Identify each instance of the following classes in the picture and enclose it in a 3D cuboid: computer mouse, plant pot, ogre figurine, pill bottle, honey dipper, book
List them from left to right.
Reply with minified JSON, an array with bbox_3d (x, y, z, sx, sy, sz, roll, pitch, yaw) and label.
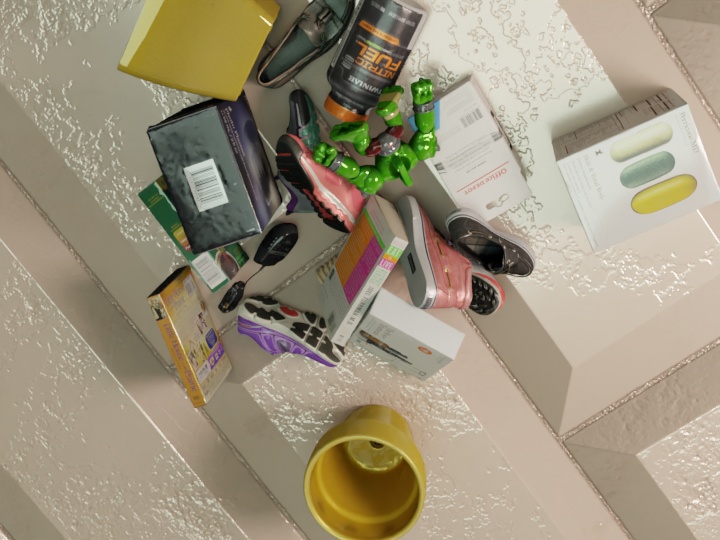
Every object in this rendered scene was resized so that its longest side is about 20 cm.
[{"bbox_3d":[-0.229,-0.366,1.515,0.174,0.201,0.202,27,110,-11],"label":"plant pot"},{"bbox_3d":[-0.175,-0.007,1.686,0.200,0.058,0.034,-47,67,14],"label":"computer mouse"},{"bbox_3d":[0.000,0.000,1.586,0.047,0.134,0.202,23,114,-23],"label":"book"},{"bbox_3d":[0.011,-0.044,1.662,0.199,0.038,0.038,-37,100,14],"label":"honey dipper"},{"bbox_3d":[0.015,-0.321,1.532,0.105,0.106,0.202,26,110,-1],"label":"pill bottle"},{"bbox_3d":[0.017,0.323,1.696,0.197,0.189,0.205,3,109,8],"label":"plant pot"},{"bbox_3d":[0.035,-0.187,1.505,0.200,0.098,0.121,-42,125,-15],"label":"ogre figurine"}]

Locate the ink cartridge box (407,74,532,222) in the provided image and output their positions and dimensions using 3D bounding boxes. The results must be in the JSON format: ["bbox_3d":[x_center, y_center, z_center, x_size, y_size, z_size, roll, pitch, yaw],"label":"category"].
[{"bbox_3d":[0.173,-0.183,1.573,0.115,0.068,0.202,-28,102,18],"label":"ink cartridge box"}]

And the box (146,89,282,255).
[{"bbox_3d":[-0.218,-0.159,1.568,0.121,0.199,0.203,-16,105,10],"label":"box"}]

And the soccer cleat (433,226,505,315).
[{"bbox_3d":[0.153,-0.006,1.640,0.200,0.073,0.069,42,110,14],"label":"soccer cleat"}]

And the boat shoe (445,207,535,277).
[{"bbox_3d":[0.208,-0.027,1.576,0.069,0.067,0.199,-31,135,28],"label":"boat shoe"}]

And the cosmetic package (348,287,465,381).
[{"bbox_3d":[0.069,0.107,1.622,0.149,0.200,0.052,27,71,-2],"label":"cosmetic package"}]

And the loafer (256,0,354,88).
[{"bbox_3d":[-0.085,-0.353,1.558,0.072,0.063,0.200,44,108,-7],"label":"loafer"}]

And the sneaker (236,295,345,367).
[{"bbox_3d":[-0.119,0.113,1.721,0.197,0.081,0.084,25,127,7],"label":"sneaker"}]

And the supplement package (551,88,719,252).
[{"bbox_3d":[0.406,-0.151,1.506,0.197,0.151,0.154,-23,103,14],"label":"supplement package"}]

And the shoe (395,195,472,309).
[{"bbox_3d":[0.113,-0.026,1.582,0.090,0.203,0.072,6,144,-26],"label":"shoe"}]

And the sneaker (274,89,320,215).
[{"bbox_3d":[-0.106,-0.183,1.614,0.086,0.075,0.204,-6,108,15],"label":"sneaker"}]

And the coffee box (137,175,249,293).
[{"bbox_3d":[-0.269,-0.070,1.646,0.044,0.123,0.201,-33,99,18],"label":"coffee box"}]

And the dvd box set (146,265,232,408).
[{"bbox_3d":[-0.283,0.108,1.693,0.029,0.147,0.203,-17,106,15],"label":"dvd box set"}]

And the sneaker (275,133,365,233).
[{"bbox_3d":[-0.058,-0.151,1.563,0.087,0.073,0.201,-54,130,-19],"label":"sneaker"}]
